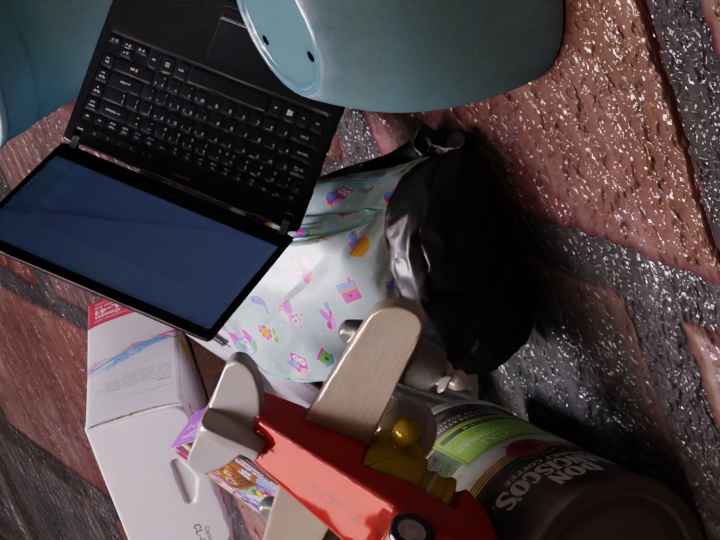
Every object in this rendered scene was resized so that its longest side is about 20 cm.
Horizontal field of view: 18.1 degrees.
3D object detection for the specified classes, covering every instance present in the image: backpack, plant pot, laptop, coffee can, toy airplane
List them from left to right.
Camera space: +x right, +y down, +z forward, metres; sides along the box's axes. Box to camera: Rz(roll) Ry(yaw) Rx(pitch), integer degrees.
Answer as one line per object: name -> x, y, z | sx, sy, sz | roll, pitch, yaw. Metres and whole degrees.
plant pot -> -0.255, -0.223, 1.784 | 0.200, 0.188, 0.200 | 47, 155, 31
laptop -> -0.122, -0.081, 1.430 | 0.177, 0.201, 0.103 | 22, -174, 14
toy airplane -> -0.009, 0.117, 1.454 | 0.200, 0.141, 0.200 | -9, 106, 39
backpack -> 0.000, 0.000, 1.511 | 0.200, 0.127, 0.167 | -4, 111, 40
plant pot -> 0.005, -0.172, 1.327 | 0.200, 0.135, 0.200 | 48, 157, 29
coffee can -> 0.114, 0.182, 1.517 | 0.200, 0.146, 0.147 | 22, 137, 58

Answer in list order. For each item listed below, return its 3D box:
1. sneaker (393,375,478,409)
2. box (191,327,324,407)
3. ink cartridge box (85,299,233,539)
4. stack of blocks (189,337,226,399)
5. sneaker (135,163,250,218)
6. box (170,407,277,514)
sneaker -> 0.019, 0.041, 1.656 | 0.105, 0.075, 0.201 | -11, 100, 64
box -> -0.051, 0.060, 1.737 | 0.200, 0.060, 0.117 | 35, 166, -6
ink cartridge box -> -0.164, 0.122, 1.844 | 0.200, 0.085, 0.148 | -97, -9, -62
stack of blocks -> -0.120, 0.000, 1.879 | 0.115, 0.058, 0.201 | -89, -16, -76
sneaker -> -0.086, -0.099, 1.540 | 0.087, 0.200, 0.076 | 38, 145, -7
box -> -0.038, 0.170, 1.663 | 0.200, 0.039, 0.137 | 37, 163, -8
